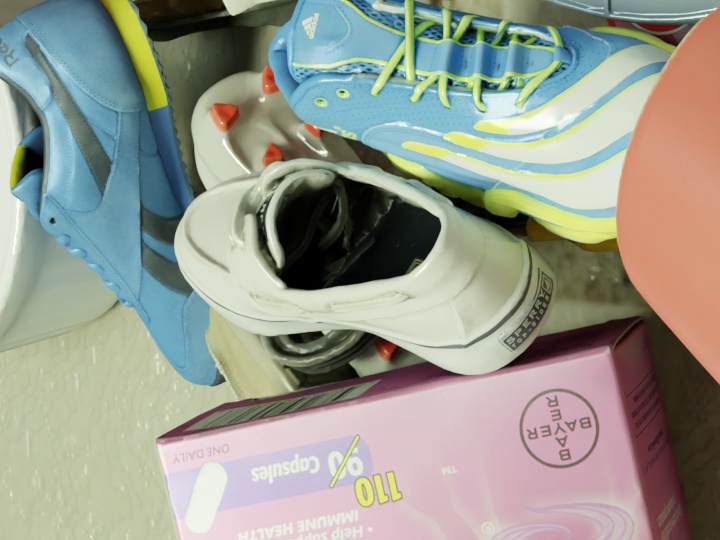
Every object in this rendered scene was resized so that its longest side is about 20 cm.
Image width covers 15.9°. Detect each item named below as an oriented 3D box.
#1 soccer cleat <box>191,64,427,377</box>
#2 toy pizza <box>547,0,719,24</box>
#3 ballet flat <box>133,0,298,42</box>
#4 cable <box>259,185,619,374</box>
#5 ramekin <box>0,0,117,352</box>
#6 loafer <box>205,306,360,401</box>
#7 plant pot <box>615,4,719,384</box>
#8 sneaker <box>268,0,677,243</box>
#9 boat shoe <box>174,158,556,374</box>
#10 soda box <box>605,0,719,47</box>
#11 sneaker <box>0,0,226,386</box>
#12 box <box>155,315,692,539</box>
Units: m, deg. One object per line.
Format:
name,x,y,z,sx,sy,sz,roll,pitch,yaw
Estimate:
soccer cleat,0.000,0.000,1.073,0.200,0.069,0.078,51,159,17
toy pizza,0.083,-0.168,0.832,0.200,0.032,0.200,16,135,17
ballet flat,-0.053,-0.132,1.092,0.200,0.068,0.068,-15,85,45
cable,0.041,-0.030,0.987,0.200,0.050,0.097,-20,75,16
ramekin,-0.185,-0.053,1.216,0.200,0.098,0.201,9,103,43
loafer,-0.008,0.082,1.079,0.200,0.076,0.068,52,123,25
plant pot,0.188,-0.006,0.788,0.177,0.200,0.201,38,122,38
sneaker,0.033,-0.059,0.898,0.200,0.105,0.076,10,86,59
boat shoe,-0.015,-0.010,0.955,0.200,0.066,0.072,21,76,52
soda box,0.116,-0.137,0.922,0.063,0.070,0.200,-28,77,43
sneaker,-0.110,-0.027,1.120,0.066,0.078,0.200,41,153,55
box,0.038,0.135,0.969,0.176,0.097,0.200,-12,93,14
